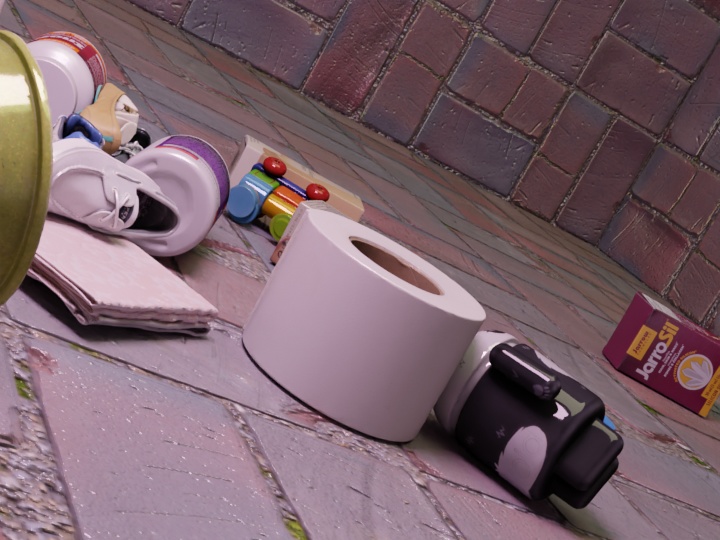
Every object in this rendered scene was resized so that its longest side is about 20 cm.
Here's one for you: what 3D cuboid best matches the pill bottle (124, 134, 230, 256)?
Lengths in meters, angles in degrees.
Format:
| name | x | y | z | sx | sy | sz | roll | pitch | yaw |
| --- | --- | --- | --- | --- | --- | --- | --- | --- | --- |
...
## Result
| name | x | y | z | sx | sy | sz | roll | pitch | yaw |
| --- | --- | --- | --- | --- | --- | --- | --- | --- | --- |
| pill bottle | -0.200 | -0.088 | 1.393 | 0.111 | 0.112 | 0.200 | 29 | 11 | -5 |

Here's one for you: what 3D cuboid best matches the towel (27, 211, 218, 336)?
| name | x | y | z | sx | sy | sz | roll | pitch | yaw |
| --- | --- | --- | --- | --- | --- | --- | --- | --- | --- |
| towel | -0.241 | -0.006 | 1.124 | 0.190 | 0.032 | 0.200 | 35 | 9 | 23 |

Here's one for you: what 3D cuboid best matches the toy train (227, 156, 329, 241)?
| name | x | y | z | sx | sy | sz | roll | pitch | yaw |
| --- | --- | --- | --- | --- | --- | --- | --- | --- | --- |
| toy train | -0.081 | -0.064 | 1.703 | 0.199 | 0.085 | 0.116 | 32 | 21 | 7 |

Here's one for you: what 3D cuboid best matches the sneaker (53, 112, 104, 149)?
| name | x | y | z | sx | sy | sz | roll | pitch | yaw |
| --- | --- | --- | --- | --- | --- | --- | --- | --- | --- |
| sneaker | -0.295 | -0.116 | 1.311 | 0.076 | 0.086 | 0.200 | 25 | 4 | -24 |

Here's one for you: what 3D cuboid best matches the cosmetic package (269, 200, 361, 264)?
| name | x | y | z | sx | sy | sz | roll | pitch | yaw |
| --- | --- | --- | --- | --- | --- | --- | --- | --- | --- |
| cosmetic package | 0.000 | 0.000 | 1.593 | 0.199 | 0.088 | 0.103 | 32 | 10 | 12 |

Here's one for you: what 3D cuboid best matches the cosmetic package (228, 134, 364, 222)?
| name | x | y | z | sx | sy | sz | roll | pitch | yaw |
| --- | --- | --- | --- | --- | --- | --- | --- | --- | --- |
| cosmetic package | -0.098 | -0.116 | 1.889 | 0.199 | 0.072 | 0.105 | 28 | 11 | -13 |

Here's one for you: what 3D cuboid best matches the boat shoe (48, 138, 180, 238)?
| name | x | y | z | sx | sy | sz | roll | pitch | yaw |
| --- | --- | --- | --- | --- | --- | --- | --- | --- | --- |
| boat shoe | -0.233 | -0.065 | 1.183 | 0.068 | 0.072 | 0.200 | 33 | 0 | 22 |

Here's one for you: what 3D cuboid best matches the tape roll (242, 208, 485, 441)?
| name | x | y | z | sx | sy | sz | roll | pitch | yaw |
| --- | --- | --- | --- | --- | --- | --- | --- | --- | --- |
| tape roll | 0.003 | 0.052 | 1.236 | 0.201 | 0.140 | 0.203 | 28 | 11 | -6 |

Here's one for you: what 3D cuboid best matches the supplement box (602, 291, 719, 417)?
| name | x | y | z | sx | sy | sz | roll | pitch | yaw |
| --- | --- | --- | --- | --- | --- | --- | --- | --- | --- |
| supplement box | 0.554 | 0.149 | 2.280 | 0.198 | 0.132 | 0.103 | 27 | 11 | -11 |

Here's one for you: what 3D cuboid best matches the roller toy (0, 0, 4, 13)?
| name | x | y | z | sx | sy | sz | roll | pitch | yaw |
| --- | --- | --- | --- | --- | --- | --- | --- | --- | --- |
| roller toy | -0.462 | -0.267 | 1.320 | 0.139 | 0.202 | 0.182 | 24 | -23 | -29 |

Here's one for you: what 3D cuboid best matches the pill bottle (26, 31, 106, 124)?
| name | x | y | z | sx | sy | sz | roll | pitch | yaw |
| --- | --- | --- | --- | --- | --- | --- | --- | --- | --- |
| pill bottle | -0.369 | -0.222 | 1.532 | 0.112 | 0.114 | 0.200 | 28 | 11 | -12 |

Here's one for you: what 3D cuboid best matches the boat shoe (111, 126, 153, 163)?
| name | x | y | z | sx | sy | sz | roll | pitch | yaw |
| --- | --- | --- | --- | --- | --- | --- | --- | --- | --- |
| boat shoe | -0.282 | -0.130 | 1.492 | 0.072 | 0.062 | 0.200 | 30 | 11 | -5 |

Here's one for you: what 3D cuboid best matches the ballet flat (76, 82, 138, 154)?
| name | x | y | z | sx | sy | sz | roll | pitch | yaw |
| --- | --- | --- | --- | --- | --- | --- | --- | --- | --- |
| ballet flat | -0.285 | -0.167 | 1.465 | 0.062 | 0.069 | 0.200 | 10 | 20 | -4 |

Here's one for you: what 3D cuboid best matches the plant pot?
| name | x | y | z | sx | sy | sz | roll | pitch | yaw |
| --- | --- | --- | --- | --- | --- | --- | --- | --- | --- |
| plant pot | -0.332 | -0.074 | 0.850 | 0.183 | 0.202 | 0.200 | 3 | 27 | -42 |

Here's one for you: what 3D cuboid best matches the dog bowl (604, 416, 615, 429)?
| name | x | y | z | sx | sy | sz | roll | pitch | yaw |
| --- | --- | --- | --- | --- | --- | --- | --- | --- | --- |
| dog bowl | 0.218 | 0.170 | 1.519 | 0.199 | 0.050 | 0.111 | 20 | 15 | -46 |

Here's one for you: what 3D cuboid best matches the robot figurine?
| name | x | y | z | sx | sy | sz | roll | pitch | yaw |
| --- | --- | --- | --- | --- | --- | --- | --- | --- | --- |
| robot figurine | 0.165 | 0.145 | 1.282 | 0.199 | 0.151 | 0.124 | 36 | 25 | 25 |
